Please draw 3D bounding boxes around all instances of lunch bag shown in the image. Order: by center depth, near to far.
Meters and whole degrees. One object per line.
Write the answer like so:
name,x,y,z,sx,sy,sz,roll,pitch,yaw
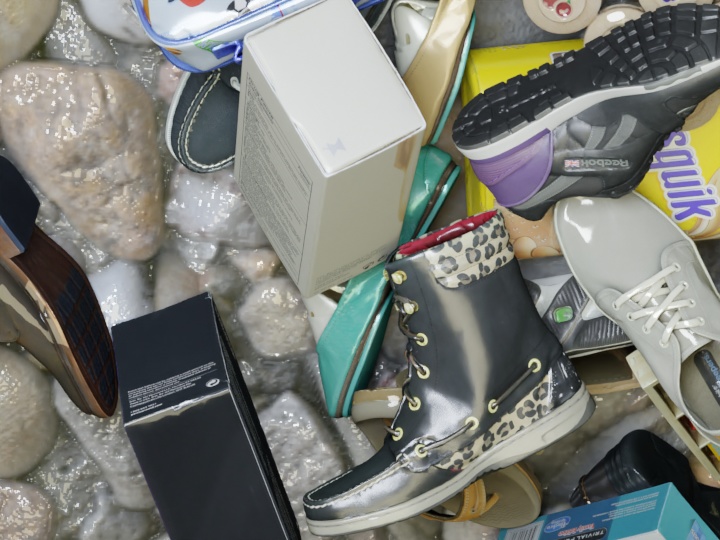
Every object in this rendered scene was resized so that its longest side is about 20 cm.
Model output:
lunch bag,-0.059,-0.210,1.487,0.199,0.076,0.161,-23,77,4

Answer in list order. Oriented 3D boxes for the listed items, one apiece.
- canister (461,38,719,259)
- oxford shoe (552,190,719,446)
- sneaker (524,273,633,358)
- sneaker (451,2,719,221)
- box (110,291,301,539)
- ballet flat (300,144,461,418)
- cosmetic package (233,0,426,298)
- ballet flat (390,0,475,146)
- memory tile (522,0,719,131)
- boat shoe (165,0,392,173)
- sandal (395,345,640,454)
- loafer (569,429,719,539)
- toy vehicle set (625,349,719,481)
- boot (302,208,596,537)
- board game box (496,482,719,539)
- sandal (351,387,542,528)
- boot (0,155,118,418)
canister,0.170,-0.083,1.616,0.198,0.087,0.150,-6,114,-5
oxford shoe,0.192,0.024,1.552,0.075,0.058,0.201,-35,83,7
sneaker,0.139,0.038,1.673,0.199,0.115,0.076,-10,78,28
sneaker,0.162,-0.094,1.521,0.199,0.076,0.088,-20,124,25
box,-0.095,0.138,1.645,0.078,0.141,0.201,-18,116,2
ballet flat,0.000,0.000,1.647,0.070,0.067,0.201,25,110,6
cosmetic package,-0.022,-0.072,1.504,0.071,0.200,0.106,-26,75,-14
ballet flat,0.052,-0.180,1.569,0.063,0.069,0.201,19,101,-8
memory tile,0.174,-0.189,1.510,0.200,0.017,0.153,37,115,-12
boat shoe,-0.052,-0.136,1.568,0.075,0.060,0.200,32,106,-21
sandal,0.131,0.093,1.697,0.210,0.078,0.070,-10,114,-11
loafer,0.237,0.192,1.773,0.200,0.073,0.072,41,125,-19
toy vehicle set,0.263,0.070,1.677,0.124,0.027,0.200,-33,149,7
boot,0.034,0.066,1.573,0.202,0.073,0.155,-25,103,-8
board game box,0.208,0.245,1.753,0.150,0.047,0.200,-20,123,39
sandal,0.054,0.139,1.684,0.080,0.054,0.200,-11,148,28
boot,-0.235,0.021,1.619,0.096,0.075,0.201,-16,117,18
